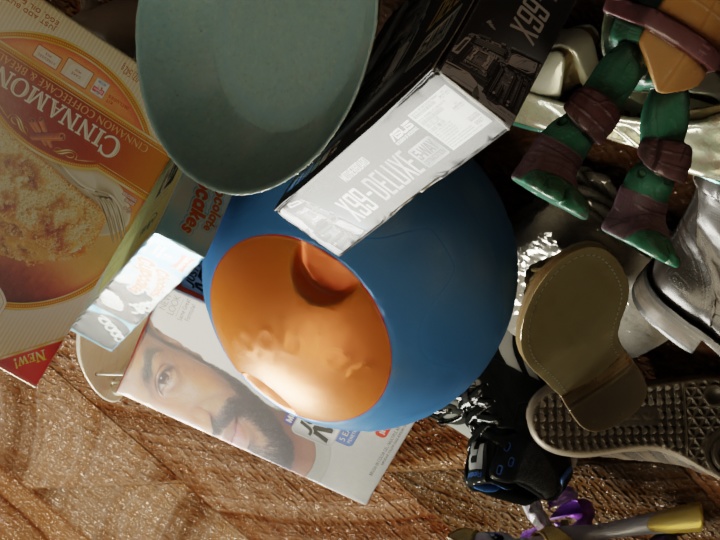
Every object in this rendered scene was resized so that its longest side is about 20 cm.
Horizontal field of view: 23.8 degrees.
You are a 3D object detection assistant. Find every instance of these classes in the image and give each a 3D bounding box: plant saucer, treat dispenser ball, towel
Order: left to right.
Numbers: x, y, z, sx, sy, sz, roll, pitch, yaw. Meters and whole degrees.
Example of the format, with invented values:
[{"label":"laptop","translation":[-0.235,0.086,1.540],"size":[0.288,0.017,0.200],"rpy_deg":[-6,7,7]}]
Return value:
[{"label":"plant saucer","translation":[-0.051,-0.142,0.966],"size":[0.200,0.203,0.039],"rpy_deg":[-2,176,43]},{"label":"treat dispenser ball","translation":[0.000,0.000,1.080],"size":[0.200,0.202,0.201],"rpy_deg":[22,150,13]},{"label":"towel","translation":[0.146,0.006,1.132],"size":[0.132,0.035,0.200],"rpy_deg":[36,151,-9]}]

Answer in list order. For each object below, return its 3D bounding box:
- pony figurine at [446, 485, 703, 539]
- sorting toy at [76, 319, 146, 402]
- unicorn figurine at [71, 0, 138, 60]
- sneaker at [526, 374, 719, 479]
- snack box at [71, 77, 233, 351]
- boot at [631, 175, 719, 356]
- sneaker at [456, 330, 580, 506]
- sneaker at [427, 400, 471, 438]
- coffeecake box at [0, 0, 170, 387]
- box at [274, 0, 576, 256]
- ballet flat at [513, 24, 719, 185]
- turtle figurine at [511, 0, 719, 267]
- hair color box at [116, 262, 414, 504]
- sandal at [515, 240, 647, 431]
[{"label":"pony figurine","translation":[0.156,0.215,1.325],"size":[0.198,0.168,0.193],"rpy_deg":[-3,170,4]},{"label":"sorting toy","translation":[-0.144,0.017,1.294],"size":[0.199,0.108,0.180],"rpy_deg":[-2,148,31]},{"label":"unicorn figurine","translation":[-0.154,-0.161,1.097],"size":[0.199,0.074,0.138],"rpy_deg":[8,140,38]},{"label":"sneaker","translation":[0.215,0.101,1.189],"size":[0.198,0.071,0.076],"rpy_deg":[7,-177,5]},{"label":"snack box","translation":[-0.124,-0.032,1.087],"size":[0.037,0.117,0.200],"rpy_deg":[27,153,-13]},{"label":"boot","translation":[0.255,-0.006,0.963],"size":[0.199,0.069,0.175],"rpy_deg":[27,136,6]},{"label":"sneaker","translation":[0.088,0.094,1.239],"size":[0.200,0.112,0.073],"rpy_deg":[40,148,-18]},{"label":"sneaker","translation":[0.039,0.084,1.304],"size":[0.200,0.080,0.074],"rpy_deg":[38,148,-17]},{"label":"coffeecake box","translation":[-0.217,-0.057,1.034],"size":[0.153,0.201,0.073],"rpy_deg":[32,175,-26]},{"label":"box","translation":[0.044,-0.110,0.915],"size":[0.050,0.158,0.200],"rpy_deg":[35,151,-11]},{"label":"ballet flat","translation":[0.137,-0.103,0.923],"size":[0.199,0.068,0.063],"rpy_deg":[20,146,35]},{"label":"turtle figurine","translation":[0.157,-0.111,0.821],"size":[0.149,0.201,0.101],"rpy_deg":[26,-174,-11]},{"label":"hair color box","translation":[-0.059,0.073,1.211],"size":[0.199,0.064,0.111],"rpy_deg":[25,125,-4]},{"label":"sandal","translation":[0.127,0.026,1.078],"size":[0.070,0.077,0.212],"rpy_deg":[58,179,36]}]
